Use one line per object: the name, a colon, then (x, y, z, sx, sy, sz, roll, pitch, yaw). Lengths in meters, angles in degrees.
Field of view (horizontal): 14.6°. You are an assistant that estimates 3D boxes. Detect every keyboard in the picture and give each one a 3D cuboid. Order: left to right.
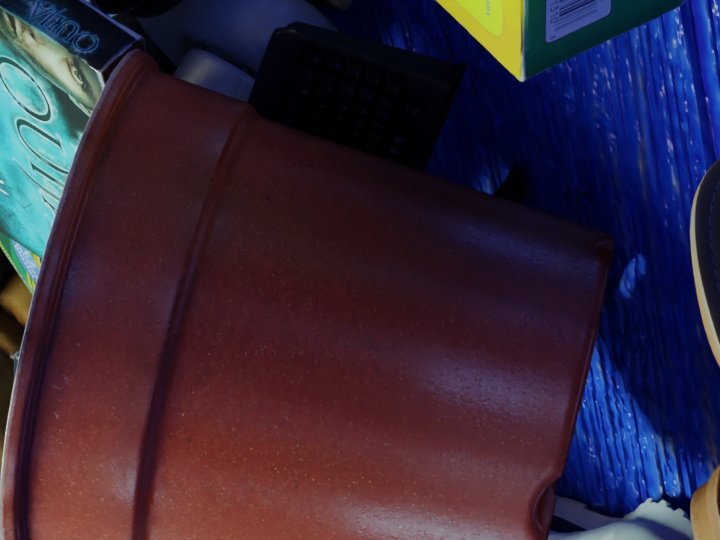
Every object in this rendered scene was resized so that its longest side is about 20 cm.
keyboard: (0.007, -0.026, 1.145, 0.200, 0.127, 0.021, 112, 170, -58)

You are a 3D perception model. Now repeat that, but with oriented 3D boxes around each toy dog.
toy dog: (-0.064, -0.110, 1.220, 0.096, 0.132, 0.200, 42, -172, -44)

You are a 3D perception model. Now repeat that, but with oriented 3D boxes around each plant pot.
plant pot: (-0.014, 0.037, 1.061, 0.195, 0.201, 0.201, 14, 148, 4)

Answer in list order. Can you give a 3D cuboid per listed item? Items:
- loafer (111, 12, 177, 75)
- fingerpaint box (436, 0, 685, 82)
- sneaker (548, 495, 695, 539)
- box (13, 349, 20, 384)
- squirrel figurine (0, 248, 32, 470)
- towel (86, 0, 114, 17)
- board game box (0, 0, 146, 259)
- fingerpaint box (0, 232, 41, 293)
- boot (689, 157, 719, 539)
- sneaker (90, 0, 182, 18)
loafer: (-0.070, -0.032, 1.278, 0.200, 0.072, 0.073, 61, 166, 18)
fingerpaint box: (0.034, -0.192, 0.904, 0.167, 0.073, 0.200, 47, 154, 38)
sneaker: (0.091, 0.142, 1.159, 0.076, 0.080, 0.200, 67, 159, -3)
box: (-0.093, 0.130, 1.395, 0.200, 0.046, 0.159, 46, 158, 14)
squirrel figurine: (-0.201, 0.035, 1.572, 0.200, 0.187, 0.142, 54, 159, -2)
towel: (-0.124, -0.184, 1.352, 0.112, 0.049, 0.200, 27, 140, 59)
board game box: (-0.130, -0.058, 1.209, 0.135, 0.028, 0.200, 32, 155, 29)
fingerpaint box: (-0.092, 0.035, 1.437, 0.200, 0.073, 0.167, 57, 161, -8)
boot: (0.144, 0.063, 0.944, 0.200, 0.074, 0.155, 66, 165, 3)
sneaker: (-0.130, -0.152, 1.166, 0.076, 0.200, 0.115, 44, -141, -39)
